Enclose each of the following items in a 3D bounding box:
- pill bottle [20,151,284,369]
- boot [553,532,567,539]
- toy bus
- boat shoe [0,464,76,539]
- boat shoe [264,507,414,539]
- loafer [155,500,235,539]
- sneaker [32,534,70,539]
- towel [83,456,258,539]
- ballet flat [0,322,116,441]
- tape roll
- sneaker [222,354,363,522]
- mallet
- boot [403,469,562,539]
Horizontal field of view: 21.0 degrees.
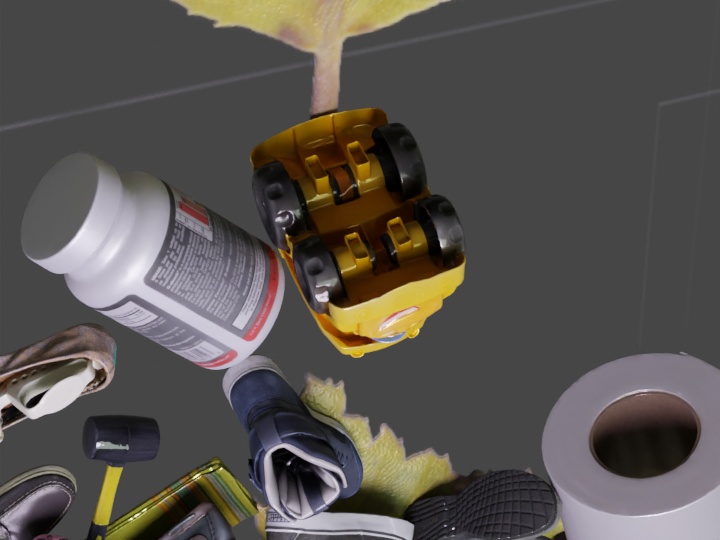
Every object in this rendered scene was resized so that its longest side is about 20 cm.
[{"bbox_3d":[-0.165,-0.009,1.558,0.116,0.116,0.199,-46,130,14],"label":"pill bottle"},{"bbox_3d":[0.294,0.342,2.068,0.184,0.065,0.201,-11,127,1],"label":"boot"},{"bbox_3d":[0.000,0.000,1.592,0.134,0.201,0.193,-18,138,-13],"label":"toy bus"},{"bbox_3d":[-0.325,0.255,1.724,0.200,0.065,0.073,-43,129,10],"label":"boat shoe"},{"bbox_3d":[-0.022,0.259,1.828,0.199,0.070,0.064,12,78,-50],"label":"boat shoe"},{"bbox_3d":[-0.195,0.278,1.791,0.199,0.063,0.072,-30,165,22],"label":"loafer"},{"bbox_3d":[-0.265,0.309,1.736,0.070,0.082,0.201,-40,154,-44],"label":"sneaker"},{"bbox_3d":[-0.194,0.252,1.812,0.199,0.018,0.086,-33,131,3],"label":"towel"},{"bbox_3d":[-0.295,0.105,1.621,0.198,0.067,0.068,-27,131,-3],"label":"ballet flat"},{"bbox_3d":[0.283,0.199,1.861,0.201,0.203,0.140,-24,131,-5],"label":"tape roll"},{"bbox_3d":[-0.042,0.182,1.742,0.077,0.147,0.202,-38,133,5],"label":"sneaker"},{"bbox_3d":[-0.239,0.216,1.732,0.065,0.041,0.202,12,111,-30],"label":"mallet"},{"bbox_3d":[0.147,0.251,1.893,0.130,0.068,0.199,25,150,-37],"label":"boot"}]
